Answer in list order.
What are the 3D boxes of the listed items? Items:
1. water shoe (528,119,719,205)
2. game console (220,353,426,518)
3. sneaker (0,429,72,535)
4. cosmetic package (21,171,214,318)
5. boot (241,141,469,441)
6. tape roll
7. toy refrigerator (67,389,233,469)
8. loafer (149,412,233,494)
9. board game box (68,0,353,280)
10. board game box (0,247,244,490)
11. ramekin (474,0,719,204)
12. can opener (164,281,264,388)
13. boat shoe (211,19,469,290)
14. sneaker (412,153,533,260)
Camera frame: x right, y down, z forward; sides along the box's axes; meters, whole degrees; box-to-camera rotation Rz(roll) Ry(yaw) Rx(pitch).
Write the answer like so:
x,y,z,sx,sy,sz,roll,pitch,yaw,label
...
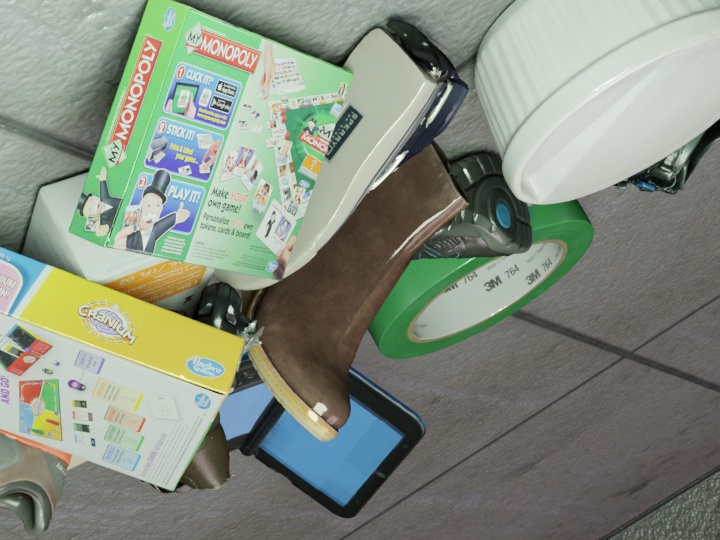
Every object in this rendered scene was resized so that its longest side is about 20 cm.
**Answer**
x,y,z,sx,sy,sz,roll,pitch,yaw,label
0.214,-0.091,1.651,0.199,0.079,0.072,-30,162,1,water shoe
-0.070,0.148,1.802,0.170,0.119,0.200,-18,159,-31,game console
-0.275,0.123,1.385,0.199,0.083,0.077,15,155,-27,sneaker
-0.159,0.009,1.370,0.101,0.072,0.200,-21,161,-25,cosmetic package
0.000,0.000,1.418,0.166,0.201,0.072,-36,131,13,boot
0.092,-0.002,1.758,0.199,0.048,0.201,-26,162,-9,tape roll
-0.192,0.083,1.512,0.199,0.076,0.070,-24,162,-13,toy refrigerator
-0.152,0.137,1.634,0.073,0.072,0.200,-24,-172,-20,loafer
-0.079,-0.070,1.228,0.200,0.029,0.136,13,97,-64,board game box
-0.183,0.055,1.302,0.199,0.041,0.153,21,148,-8,board game box
0.165,-0.137,1.431,0.201,0.095,0.203,-27,163,-9,ramekin
-0.106,0.057,1.394,0.200,0.078,0.064,106,7,-71,can opener
-0.009,-0.064,1.362,0.200,0.075,0.093,-46,161,15,boat shoe
0.055,-0.043,1.584,0.082,0.074,0.199,-21,163,33,sneaker
